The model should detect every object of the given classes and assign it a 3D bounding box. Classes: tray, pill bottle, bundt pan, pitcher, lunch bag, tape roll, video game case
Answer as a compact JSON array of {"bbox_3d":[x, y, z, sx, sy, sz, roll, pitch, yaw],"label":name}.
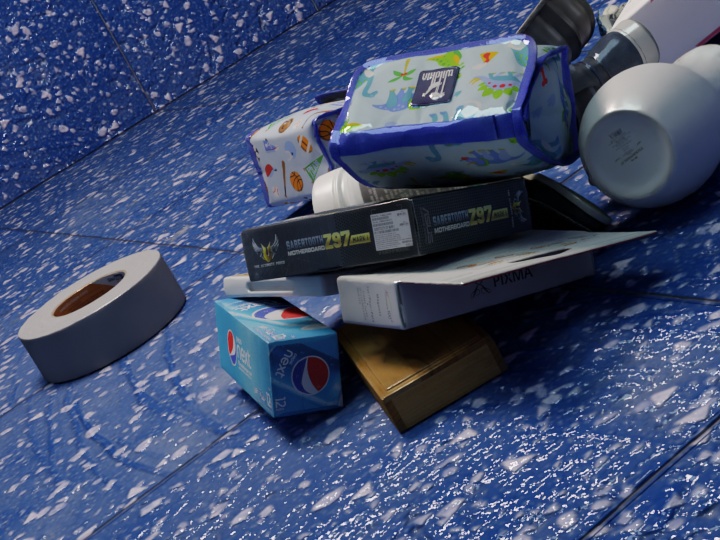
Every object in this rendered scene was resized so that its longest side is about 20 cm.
[{"bbox_3d":[0.044,0.065,1.175,0.099,0.037,0.200,-30,18,-4],"label":"tray"},{"bbox_3d":[0.057,-0.088,1.454,0.200,0.113,0.113,-20,19,25],"label":"pill bottle"},{"bbox_3d":[0.204,-0.247,1.653,0.202,0.076,0.202,-53,0,0],"label":"bundt pan"},{"bbox_3d":[0.254,-0.115,1.256,0.172,0.121,0.200,-42,-4,35],"label":"pitcher"},{"bbox_3d":[0.083,-0.128,1.193,0.170,0.128,0.200,-6,12,23],"label":"lunch bag"},{"bbox_3d":[-0.317,0.054,1.721,0.200,0.066,0.200,-25,18,9],"label":"tape roll"},{"bbox_3d":[-0.018,-0.171,1.811,0.200,0.124,0.170,-23,12,-34],"label":"lunch bag"},{"bbox_3d":[0.000,0.000,1.320,0.200,0.023,0.182,-11,5,-33],"label":"video game case"}]

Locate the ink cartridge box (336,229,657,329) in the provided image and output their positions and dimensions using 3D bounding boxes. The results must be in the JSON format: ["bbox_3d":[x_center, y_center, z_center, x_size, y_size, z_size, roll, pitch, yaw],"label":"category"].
[{"bbox_3d":[0.110,0.006,1.119,0.200,0.044,0.173,-14,10,-31],"label":"ink cartridge box"}]

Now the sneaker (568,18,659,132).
[{"bbox_3d":[0.202,-0.147,1.358,0.146,0.077,0.202,-39,-17,-13],"label":"sneaker"}]

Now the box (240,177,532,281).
[{"bbox_3d":[0.022,-0.035,1.200,0.200,0.051,0.158,-8,3,43],"label":"box"}]

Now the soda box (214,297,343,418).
[{"bbox_3d":[-0.077,0.072,1.258,0.064,0.068,0.200,-8,11,-18],"label":"soda box"}]

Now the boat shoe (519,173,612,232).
[{"bbox_3d":[0.160,-0.052,1.282,0.066,0.074,0.199,-57,28,2],"label":"boat shoe"}]

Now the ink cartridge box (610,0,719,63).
[{"bbox_3d":[0.382,-0.330,1.581,0.147,0.083,0.200,-41,11,46],"label":"ink cartridge box"}]

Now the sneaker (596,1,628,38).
[{"bbox_3d":[0.329,-0.286,1.665,0.085,0.077,0.200,-16,22,15],"label":"sneaker"}]
